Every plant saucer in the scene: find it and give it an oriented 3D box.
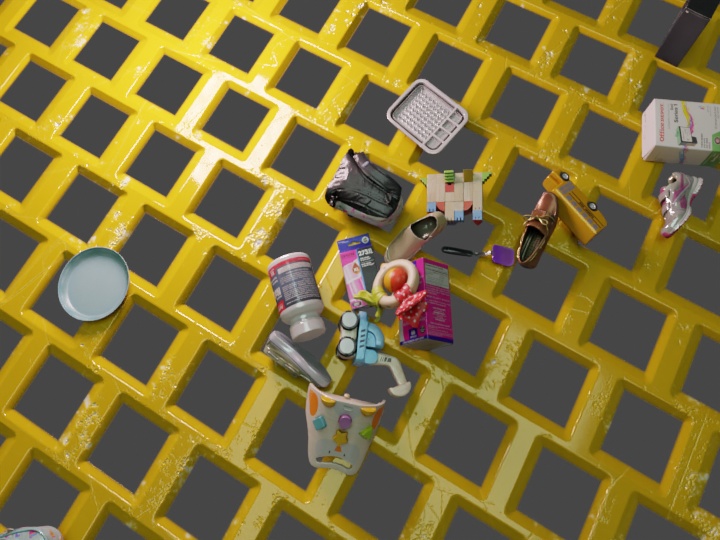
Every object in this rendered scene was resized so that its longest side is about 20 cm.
[{"bbox_3d":[-0.713,0.038,1.645,0.193,0.028,0.207,-1,72,3],"label":"plant saucer"}]

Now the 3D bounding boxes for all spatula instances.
[{"bbox_3d":[0.311,-0.045,1.621,0.193,0.021,0.058,5,60,7],"label":"spatula"}]

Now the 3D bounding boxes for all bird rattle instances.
[{"bbox_3d":[0.083,0.045,1.483,0.197,0.112,0.167,-10,55,45],"label":"bird rattle"}]

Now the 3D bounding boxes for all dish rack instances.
[{"bbox_3d":[0.190,-0.431,1.739,0.199,0.044,0.172,41,80,14],"label":"dish rack"}]

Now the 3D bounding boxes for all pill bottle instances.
[{"bbox_3d":[-0.158,0.071,1.558,0.116,0.120,0.205,-18,72,-3],"label":"pill bottle"}]

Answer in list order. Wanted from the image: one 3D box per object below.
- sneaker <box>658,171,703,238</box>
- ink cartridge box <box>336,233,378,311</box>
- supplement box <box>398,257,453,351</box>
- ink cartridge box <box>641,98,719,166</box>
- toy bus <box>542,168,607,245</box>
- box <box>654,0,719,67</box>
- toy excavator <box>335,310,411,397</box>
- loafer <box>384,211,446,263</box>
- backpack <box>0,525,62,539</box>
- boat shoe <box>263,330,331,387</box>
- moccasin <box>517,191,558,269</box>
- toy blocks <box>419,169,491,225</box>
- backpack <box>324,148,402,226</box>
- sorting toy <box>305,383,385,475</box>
[{"bbox_3d":[0.824,-0.175,1.612,0.087,0.082,0.203,27,68,12],"label":"sneaker"},{"bbox_3d":[0.000,0.000,1.618,0.092,0.037,0.206,-13,70,-2],"label":"ink cartridge box"},{"bbox_3d":[0.160,0.086,1.528,0.101,0.100,0.206,15,66,-38],"label":"supplement box"},{"bbox_3d":[0.881,-0.375,1.664,0.193,0.084,0.149,6,73,5],"label":"ink cartridge box"},{"bbox_3d":[0.557,-0.170,1.615,0.077,0.066,0.201,-30,73,-28],"label":"toy bus"},{"bbox_3d":[0.920,-0.696,1.702,0.078,0.201,0.143,32,77,12],"label":"box"},{"bbox_3d":[0.035,0.207,1.526,0.193,0.100,0.201,7,74,-4],"label":"toy excavator"},{"bbox_3d":[0.137,-0.087,1.601,0.199,0.068,0.076,-42,73,9],"label":"loafer"},{"bbox_3d":[-0.780,0.678,1.385,0.194,0.154,0.180,-13,67,-9],"label":"backpack"},{"bbox_3d":[-0.159,0.234,1.543,0.198,0.072,0.063,38,102,16],"label":"boat shoe"},{"bbox_3d":[0.456,-0.108,1.582,0.073,0.077,0.206,28,92,32],"label":"moccasin"},{"bbox_3d":[0.253,-0.185,1.639,0.193,0.100,0.142,0,81,14],"label":"toy blocks"},{"bbox_3d":[0.021,-0.207,1.634,0.196,0.127,0.171,27,87,10],"label":"backpack"},{"bbox_3d":[-0.047,0.391,1.463,0.194,0.107,0.186,13,95,-5],"label":"sorting toy"}]
